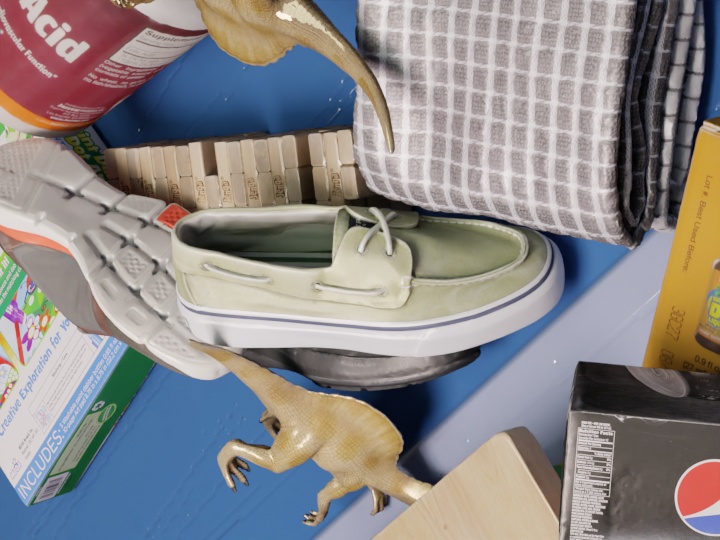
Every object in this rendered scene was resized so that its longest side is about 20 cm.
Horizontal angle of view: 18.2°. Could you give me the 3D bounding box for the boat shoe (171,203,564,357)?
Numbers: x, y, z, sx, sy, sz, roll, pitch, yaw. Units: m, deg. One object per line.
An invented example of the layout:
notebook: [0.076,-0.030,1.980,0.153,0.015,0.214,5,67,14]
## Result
boat shoe: [0.000,0.000,1.109,0.198,0.072,0.062,-5,135,11]

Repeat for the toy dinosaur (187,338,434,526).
toy dinosaur: [-0.027,0.083,1.179,0.200,0.058,0.101,38,143,-21]

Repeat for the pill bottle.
pill bottle: [-0.131,-0.163,1.218,0.200,0.114,0.115,-32,77,42]

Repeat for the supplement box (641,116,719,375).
supplement box: [0.172,0.032,1.014,0.066,0.069,0.201,27,118,35]

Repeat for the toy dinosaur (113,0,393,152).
toy dinosaur: [-0.048,-0.139,1.081,0.199,0.058,0.102,26,135,28]

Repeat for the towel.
towel: [0.077,-0.122,1.055,0.165,0.085,0.202,12,107,40]

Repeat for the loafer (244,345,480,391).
loafer: [-0.021,0.019,1.186,0.200,0.068,0.071,8,110,44]

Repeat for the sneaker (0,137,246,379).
sneaker: [-0.131,0.004,1.225,0.200,0.077,0.082,39,150,30]

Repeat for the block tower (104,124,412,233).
block tower: [-0.058,-0.047,1.216,0.199,0.058,0.054,-2,97,44]

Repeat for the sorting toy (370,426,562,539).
sorting toy: [0.082,0.206,1.109,0.199,0.069,0.201,-44,69,38]

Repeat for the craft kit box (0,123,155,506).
craft kit box: [-0.201,0.005,1.367,0.198,0.048,0.200,52,129,20]

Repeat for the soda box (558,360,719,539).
soda box: [0.185,0.086,0.945,0.198,0.071,0.064,6,107,7]
